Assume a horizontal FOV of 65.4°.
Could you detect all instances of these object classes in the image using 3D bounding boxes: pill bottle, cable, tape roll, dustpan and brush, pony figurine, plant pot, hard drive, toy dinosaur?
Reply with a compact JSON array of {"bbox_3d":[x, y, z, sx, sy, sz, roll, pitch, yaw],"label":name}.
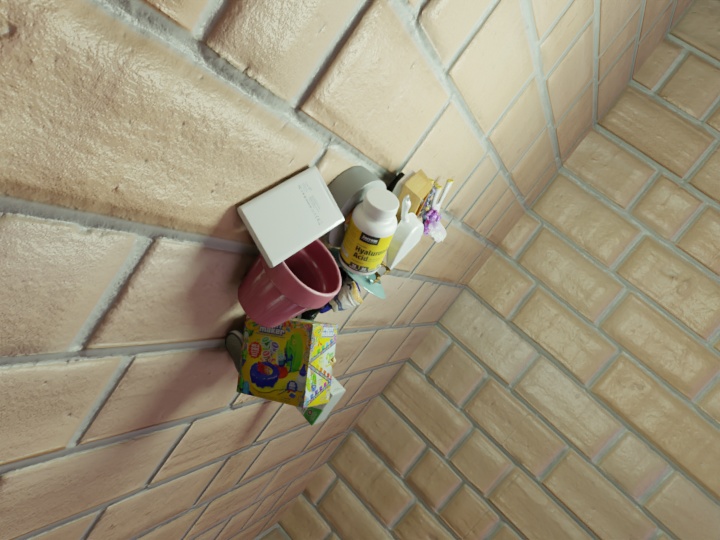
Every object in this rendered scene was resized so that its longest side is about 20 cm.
[{"bbox_3d":[0.023,-0.093,1.337,0.111,0.111,0.201,-30,153,-41],"label":"pill bottle"},{"bbox_3d":[0.061,-0.178,1.533,0.200,0.050,0.097,-50,-171,-17],"label":"cable"},{"bbox_3d":[-0.027,-0.155,1.380,0.200,0.066,0.201,-41,160,-19],"label":"tape roll"},{"bbox_3d":[0.111,-0.108,1.379,0.140,0.057,0.201,-44,165,-29],"label":"dustpan and brush"},{"bbox_3d":[0.218,-0.181,1.768,0.193,0.165,0.202,-34,141,-54],"label":"pony figurine"},{"bbox_3d":[-0.170,0.026,1.249,0.179,0.201,0.199,-41,165,25],"label":"plant pot"},{"bbox_3d":[-0.138,-0.113,1.143,0.199,0.133,0.025,-36,-168,-32],"label":"hard drive"},{"bbox_3d":[0.035,-0.028,1.465,0.060,0.107,0.199,-45,162,31],"label":"toy dinosaur"}]

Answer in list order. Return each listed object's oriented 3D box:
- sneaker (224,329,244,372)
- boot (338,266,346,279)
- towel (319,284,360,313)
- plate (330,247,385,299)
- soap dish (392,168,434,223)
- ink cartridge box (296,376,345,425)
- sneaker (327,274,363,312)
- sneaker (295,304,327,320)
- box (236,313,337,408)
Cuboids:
[{"bbox_3d":[-0.273,0.183,1.471,0.146,0.076,0.204,-47,154,-31],"label":"sneaker"},{"bbox_3d":[-0.131,0.041,1.425,0.130,0.068,0.200,-14,-164,41],"label":"boot"},{"bbox_3d":[-0.077,0.052,1.635,0.146,0.050,0.200,-26,159,-6],"label":"towel"},{"bbox_3d":[0.000,0.000,1.517,0.026,0.200,0.200,-47,161,10],"label":"plate"},{"bbox_3d":[0.114,-0.157,1.499,0.201,0.081,0.157,-65,172,31],"label":"soap dish"},{"bbox_3d":[-0.170,0.389,1.877,0.147,0.200,0.083,-56,156,19],"label":"ink cartridge box"},{"bbox_3d":[-0.051,0.062,1.467,0.087,0.076,0.200,-25,-177,-3],"label":"sneaker"},{"bbox_3d":[-0.136,0.134,1.478,0.199,0.113,0.073,-18,-168,45],"label":"sneaker"},{"bbox_3d":[-0.177,0.212,1.364,0.122,0.198,0.196,13,83,-62],"label":"box"}]
